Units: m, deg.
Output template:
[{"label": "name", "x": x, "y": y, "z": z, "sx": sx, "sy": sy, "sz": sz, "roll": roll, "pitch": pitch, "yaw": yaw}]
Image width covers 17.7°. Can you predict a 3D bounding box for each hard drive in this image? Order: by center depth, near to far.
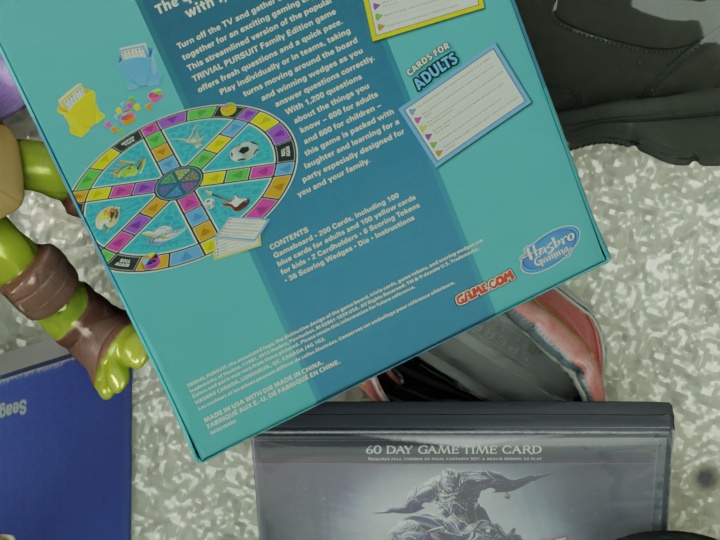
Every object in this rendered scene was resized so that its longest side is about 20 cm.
[{"label": "hard drive", "x": -0.126, "y": 0.132, "z": 0.837, "sx": 0.025, "sy": 0.132, "sz": 0.201, "roll": 6, "pitch": 101, "yaw": 27}]

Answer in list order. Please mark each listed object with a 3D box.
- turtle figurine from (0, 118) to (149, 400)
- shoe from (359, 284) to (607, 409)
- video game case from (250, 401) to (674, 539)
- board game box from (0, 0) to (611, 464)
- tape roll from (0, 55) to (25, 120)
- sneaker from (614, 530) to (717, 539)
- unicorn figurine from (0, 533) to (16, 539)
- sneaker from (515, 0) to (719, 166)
[{"label": "turtle figurine", "x": -0.136, "y": -0.023, "z": 0.774, "sx": 0.161, "sy": 0.064, "sz": 0.201, "roll": 33, "pitch": 74, "yaw": -24}, {"label": "shoe", "x": 0.000, "y": 0.000, "z": 0.826, "sx": 0.200, "sy": 0.091, "sz": 0.072, "roll": 29, "pitch": 100, "yaw": -3}, {"label": "video game case", "x": 0.037, "y": 0.125, "z": 0.835, "sx": 0.142, "sy": 0.019, "sz": 0.201, "roll": 0, "pitch": 131, "yaw": 3}, {"label": "board game box", "x": -0.025, "y": -0.060, "z": 0.718, "sx": 0.151, "sy": 0.047, "sz": 0.201, "roll": -26, "pitch": 118, "yaw": -5}, {"label": "tape roll", "x": -0.172, "y": -0.144, "z": 0.823, "sx": 0.199, "sy": 0.066, "sz": 0.201, "roll": 0, "pitch": 101, "yaw": 2}, {"label": "sneaker", "x": 0.141, "y": 0.161, "z": 0.805, "sx": 0.074, "sy": 0.088, "sz": 0.200, "roll": -42, "pitch": 131, "yaw": 14}, {"label": "unicorn figurine", "x": -0.174, "y": 0.118, "z": 0.738, "sx": 0.137, "sy": 0.074, "sz": 0.200, "roll": 37, "pitch": 104, "yaw": -20}, {"label": "sneaker", "x": 0.065, "y": -0.082, "z": 0.802, "sx": 0.199, "sy": 0.076, "sz": 0.091, "roll": -7, "pitch": 114, "yaw": 14}]
